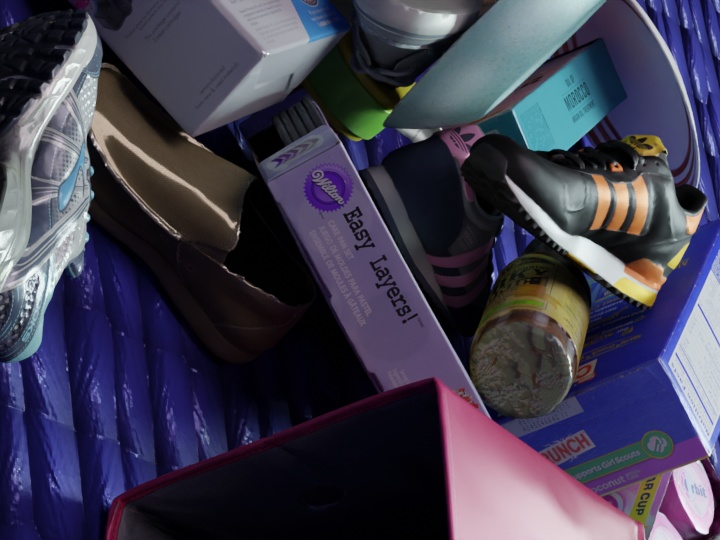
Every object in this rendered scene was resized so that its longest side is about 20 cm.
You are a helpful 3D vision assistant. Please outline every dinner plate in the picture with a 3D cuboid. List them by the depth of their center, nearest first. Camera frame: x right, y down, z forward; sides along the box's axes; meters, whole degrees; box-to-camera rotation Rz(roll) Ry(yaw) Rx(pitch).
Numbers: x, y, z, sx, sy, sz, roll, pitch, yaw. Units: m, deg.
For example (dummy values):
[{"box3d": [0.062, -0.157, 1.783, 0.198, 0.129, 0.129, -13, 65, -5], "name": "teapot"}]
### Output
[{"box3d": [0.193, -0.137, 1.704, 0.200, 0.024, 0.200, 57, -17, 28], "name": "dinner plate"}]

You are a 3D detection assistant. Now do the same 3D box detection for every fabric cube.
[{"box3d": [0.015, 0.199, 1.127, 0.199, 0.200, 0.197, 35, 42, -47], "name": "fabric cube"}]

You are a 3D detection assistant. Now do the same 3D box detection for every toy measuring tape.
[{"box3d": [0.019, -0.093, 1.454, 0.200, 0.073, 0.074, 42, 38, -33], "name": "toy measuring tape"}]

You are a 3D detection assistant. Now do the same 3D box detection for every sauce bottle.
[{"box3d": [0.107, 0.027, 1.425, 0.065, 0.065, 0.200, 62, 16, -12], "name": "sauce bottle"}]

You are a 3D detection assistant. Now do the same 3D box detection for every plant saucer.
[{"box3d": [0.097, -0.140, 1.361, 0.039, 0.201, 0.201, 46, 30, 1], "name": "plant saucer"}]

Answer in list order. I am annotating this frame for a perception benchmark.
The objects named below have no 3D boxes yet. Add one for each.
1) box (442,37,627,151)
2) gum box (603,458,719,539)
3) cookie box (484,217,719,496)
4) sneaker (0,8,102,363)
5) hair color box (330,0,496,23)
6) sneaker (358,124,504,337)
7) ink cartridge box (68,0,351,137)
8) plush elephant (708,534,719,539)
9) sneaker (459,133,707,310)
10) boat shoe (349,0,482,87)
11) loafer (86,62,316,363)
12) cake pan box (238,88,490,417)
[{"box3d": [0.112, -0.102, 1.617, 0.049, 0.082, 0.200, 65, 29, -8], "name": "box"}, {"box3d": [0.148, 0.187, 1.447, 0.066, 0.113, 0.200, 59, 30, -17], "name": "gum box"}, {"box3d": [0.153, 0.066, 1.481, 0.075, 0.171, 0.200, 58, 31, -14], "name": "cookie box"}, {"box3d": [-0.165, -0.041, 1.132, 0.086, 0.077, 0.200, 59, 35, -41], "name": "sneaker"}, {"box3d": [0.061, -0.202, 1.472, 0.101, 0.200, 0.061, 32, 41, -46], "name": "hair color box"}, {"box3d": [0.066, -0.022, 1.436, 0.070, 0.082, 0.200, 60, 3, 26], "name": "sneaker"}, {"box3d": [-0.112, -0.174, 1.262, 0.200, 0.068, 0.115, 48, 26, 6], "name": "ink cartridge box"}, {"box3d": [0.137, 0.216, 1.277, 0.155, 0.200, 0.165, 29, 67, -44], "name": "plush elephant"}, {"box3d": [0.134, -0.052, 1.369, 0.070, 0.090, 0.200, 38, 3, 40], "name": "sneaker"}, {"box3d": [0.029, -0.139, 1.343, 0.070, 0.072, 0.201, 25, 15, 4], "name": "boat shoe"}, {"box3d": [-0.091, -0.038, 1.241, 0.200, 0.067, 0.076, 51, 33, -29], "name": "loafer"}, {"box3d": [0.000, 0.000, 1.308, 0.200, 0.052, 0.184, 61, -2, -14], "name": "cake pan box"}]
